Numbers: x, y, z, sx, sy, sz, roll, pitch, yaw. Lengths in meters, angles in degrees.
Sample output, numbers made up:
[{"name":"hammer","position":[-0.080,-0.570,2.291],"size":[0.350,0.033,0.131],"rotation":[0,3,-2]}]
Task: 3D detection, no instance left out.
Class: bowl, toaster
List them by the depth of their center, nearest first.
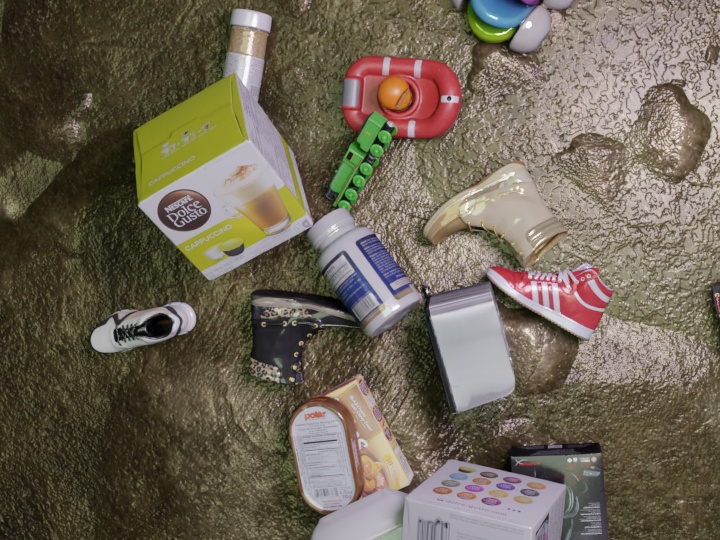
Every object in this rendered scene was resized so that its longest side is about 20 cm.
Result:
[{"name":"toaster","position":[0.172,0.110,1.508],"size":[0.118,0.181,0.201],"rotation":[-16,92,8]},{"name":"bowl","position":[0.017,0.422,1.559],"size":[0.200,0.200,0.075],"rotation":[-27,68,9]}]

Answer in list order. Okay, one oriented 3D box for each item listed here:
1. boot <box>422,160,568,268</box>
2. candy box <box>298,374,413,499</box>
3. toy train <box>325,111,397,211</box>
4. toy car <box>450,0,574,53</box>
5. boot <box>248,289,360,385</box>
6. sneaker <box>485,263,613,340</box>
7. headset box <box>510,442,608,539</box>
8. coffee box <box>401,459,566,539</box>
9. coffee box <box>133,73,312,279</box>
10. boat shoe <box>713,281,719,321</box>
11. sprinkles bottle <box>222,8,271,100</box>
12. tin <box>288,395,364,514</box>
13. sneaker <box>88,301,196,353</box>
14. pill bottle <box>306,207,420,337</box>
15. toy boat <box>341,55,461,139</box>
[{"name":"boot","position":[0.215,-0.063,1.522],"size":[0.200,0.073,0.156],"rotation":[-33,71,5]},{"name":"candy box","position":[-0.007,0.293,1.614],"size":[0.115,0.055,0.200],"rotation":[-28,89,12]},{"name":"toy train","position":[-0.003,-0.175,1.543],"size":[0.056,0.042,0.200],"rotation":[33,131,0]},{"name":"toy car","position":[0.241,-0.449,1.464],"size":[0.175,0.150,0.200],"rotation":[39,100,5]},{"name":"boot","position":[-0.097,0.118,1.611],"size":[0.199,0.073,0.151],"rotation":[9,102,-1]},{"name":"sneaker","position":[0.310,0.017,1.528],"size":[0.200,0.071,0.113],"rotation":[29,103,-1]},{"name":"headset box","position":[0.327,0.391,1.551],"size":[0.148,0.077,0.201],"rotation":[-4,92,11]},{"name":"coffee box","position":[0.188,0.431,1.453],"size":[0.199,0.198,0.201],"rotation":[8,100,26]},{"name":"coffee box","position":[-0.221,-0.149,1.501],"size":[0.199,0.200,0.198],"rotation":[-28,133,10]},{"name":"boat shoe","position":[0.605,0.109,1.489],"size":[0.063,0.074,0.202],"rotation":[-5,106,46]},{"name":"sprinkles bottle","position":[-0.198,-0.335,1.595],"size":[0.068,0.068,0.201],"rotation":[11,96,9]},{"name":"tin","position":[-0.057,0.311,1.581],"size":[0.112,0.042,0.201],"rotation":[-9,96,13]},{"name":"sneaker","position":[-0.394,0.101,1.660],"size":[0.200,0.080,0.074],"rotation":[-17,93,13]},{"name":"pill bottle","position":[0.000,0.000,1.551],"size":[0.111,0.111,0.200],"rotation":[-38,79,11]},{"name":"toy boat","position":[0.062,-0.281,1.520],"size":[0.199,0.131,0.131],"rotation":[6,96,10]}]
